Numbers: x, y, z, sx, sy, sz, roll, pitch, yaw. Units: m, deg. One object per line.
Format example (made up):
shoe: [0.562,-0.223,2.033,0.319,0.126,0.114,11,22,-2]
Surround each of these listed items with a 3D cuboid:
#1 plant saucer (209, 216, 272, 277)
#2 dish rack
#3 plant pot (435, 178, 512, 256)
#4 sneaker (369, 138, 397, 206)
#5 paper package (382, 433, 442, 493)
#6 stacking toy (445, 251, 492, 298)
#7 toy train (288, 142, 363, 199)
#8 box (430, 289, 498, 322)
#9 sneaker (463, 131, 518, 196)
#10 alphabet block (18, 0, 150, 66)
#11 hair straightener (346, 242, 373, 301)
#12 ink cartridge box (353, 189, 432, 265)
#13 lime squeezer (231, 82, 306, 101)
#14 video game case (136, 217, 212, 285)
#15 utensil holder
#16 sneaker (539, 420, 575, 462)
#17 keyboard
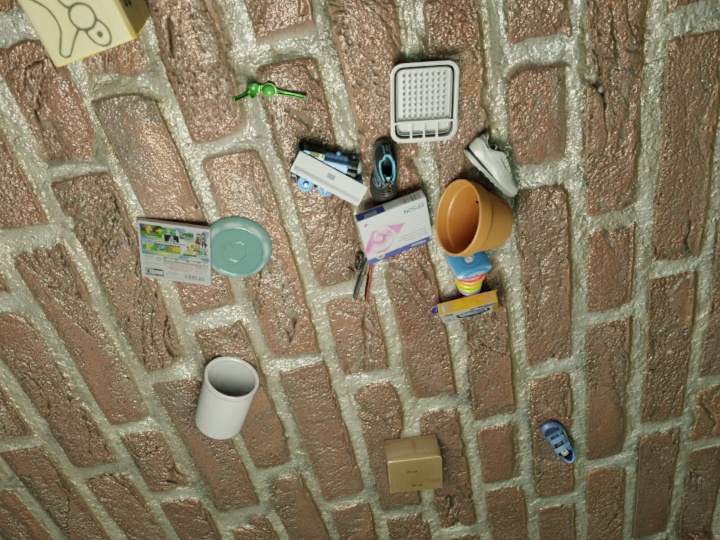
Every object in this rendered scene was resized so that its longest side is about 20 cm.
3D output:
plant saucer: [-0.345,-0.057,1.870,0.197,0.028,0.203,-3,124,-4]
dish rack: [0.155,-0.420,1.659,0.169,0.044,0.202,-4,125,-2]
plant pot: [0.311,-0.133,1.793,0.138,0.201,0.202,5,126,-28]
sneaker: [0.061,-0.235,1.753,0.072,0.082,0.202,-9,127,-3]
paper package: [0.187,0.688,2.389,0.197,0.104,0.193,-7,126,-2]
stacking toy: [0.316,0.031,1.964,0.114,0.111,0.201,-17,140,-5]
toy train: [-0.084,-0.255,1.726,0.197,0.087,0.116,10,117,-12]
box: [0.310,0.112,2.001,0.197,0.042,0.119,-16,162,9]
sneaker: [0.361,-0.273,1.766,0.199,0.077,0.081,38,104,-28]
alphabet block: [-0.576,-0.571,1.389,0.193,0.198,0.202,-15,125,7]
hair straightener: [0.000,0.000,1.934,0.076,0.041,0.202,6,124,-10]
ink cartridge box: [0.096,-0.104,1.831,0.194,0.044,0.201,-22,135,-3]
lime squeezer: [-0.227,-0.427,1.606,0.198,0.070,0.038,-11,114,-35]
video game case: [-0.507,-0.050,1.845,0.197,0.022,0.184,8,124,0]
utensil holder: [-0.421,0.399,2.091,0.168,0.171,0.202,14,124,-15]
sneaker: [0.711,0.610,2.401,0.074,0.083,0.200,-33,119,19]
keyboard: [-0.078,-0.230,1.691,0.198,0.011,0.057,26,98,-19]
